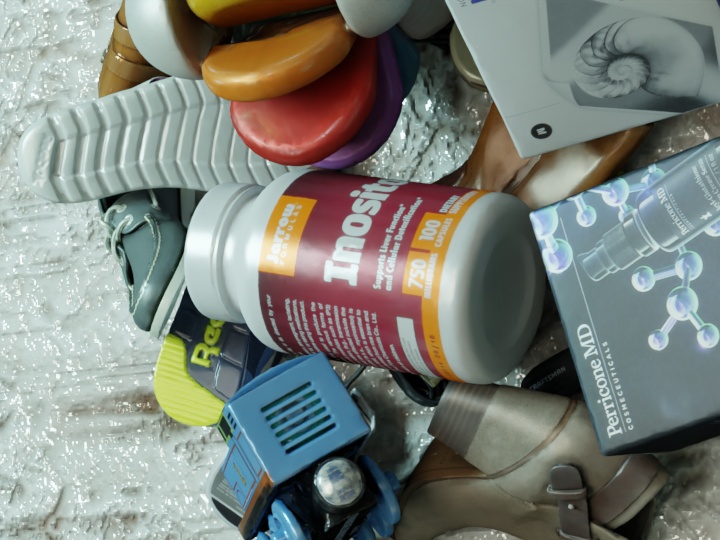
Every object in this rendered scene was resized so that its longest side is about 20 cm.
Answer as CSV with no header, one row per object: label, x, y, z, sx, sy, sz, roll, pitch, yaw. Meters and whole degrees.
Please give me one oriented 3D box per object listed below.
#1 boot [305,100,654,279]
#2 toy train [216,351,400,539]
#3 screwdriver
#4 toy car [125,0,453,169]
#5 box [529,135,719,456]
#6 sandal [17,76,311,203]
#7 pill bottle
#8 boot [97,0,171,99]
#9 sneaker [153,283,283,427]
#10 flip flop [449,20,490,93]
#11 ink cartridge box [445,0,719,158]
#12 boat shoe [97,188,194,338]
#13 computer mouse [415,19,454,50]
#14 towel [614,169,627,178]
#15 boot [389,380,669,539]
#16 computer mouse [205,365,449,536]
boot,0.062,-0.067,1.726,0.188,0.068,0.200,43,119,30
toy train,-0.036,0.126,1.716,0.114,0.087,0.200,61,167,10
screwdriver,0.077,0.092,1.762,0.200,0.028,0.029,-30,103,35
toy car,-0.029,-0.134,1.687,0.175,0.200,0.150,-13,89,22
box,0.219,0.004,1.588,0.200,0.107,0.149,-22,78,26
sandal,-0.119,-0.089,1.810,0.202,0.050,0.083,-4,100,-6
pill bottle,0.000,0.000,1.678,0.199,0.113,0.113,7,95,30
boot,-0.131,-0.171,1.806,0.074,0.200,0.155,35,104,14
sneaker,-0.073,0.010,1.838,0.074,0.082,0.200,23,82,16
flip flop,0.136,-0.177,1.655,0.200,0.058,0.081,-29,63,13
ink cartridge box,0.149,-0.164,1.571,0.199,0.200,0.041,-18,44,14
boat shoe,-0.144,-0.017,1.824,0.062,0.200,0.073,21,111,-12
computer mouse,0.017,-0.235,1.780,0.138,0.053,0.201,-7,87,37
towel,0.143,-0.018,1.714,0.200,0.018,0.086,47,116,26
boot,0.102,0.141,1.709,0.146,0.070,0.200,27,148,6
computer mouse,-0.030,0.093,1.816,0.110,0.044,0.200,37,121,-9
